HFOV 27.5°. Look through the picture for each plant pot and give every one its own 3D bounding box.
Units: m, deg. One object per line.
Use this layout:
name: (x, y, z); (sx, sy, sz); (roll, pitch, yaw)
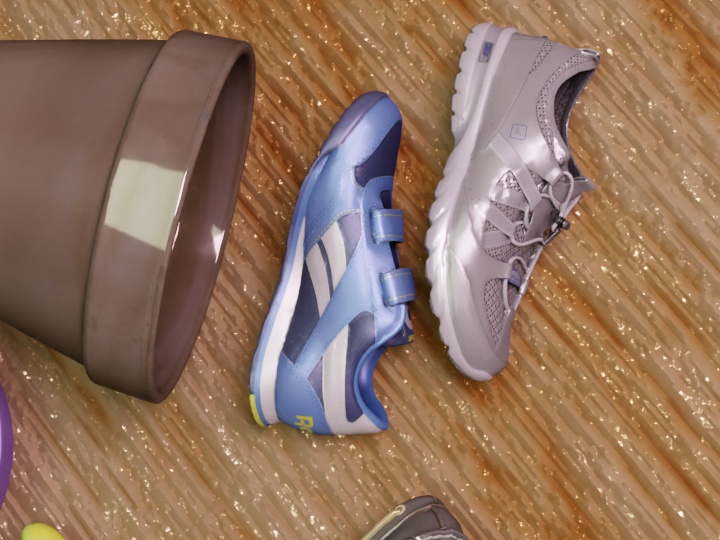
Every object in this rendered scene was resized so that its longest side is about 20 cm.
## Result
plant pot: (-0.164, -0.047, 0.797); (0.173, 0.200, 0.201); (15, 88, 1)

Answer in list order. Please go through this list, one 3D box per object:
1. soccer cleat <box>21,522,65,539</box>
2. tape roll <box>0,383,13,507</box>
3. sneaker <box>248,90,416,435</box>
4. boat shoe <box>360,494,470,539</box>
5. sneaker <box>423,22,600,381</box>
soccer cleat: (-0.147, 0.238, 0.862); (0.083, 0.065, 0.201); (-19, 72, -16)
tape roll: (-0.312, 0.106, 0.877); (0.199, 0.066, 0.201); (1, 81, -8)
sneaker: (0.000, 0.000, 0.832); (0.082, 0.074, 0.201); (16, 96, 16)
boat shoe: (-0.007, 0.211, 0.814); (0.202, 0.072, 0.060); (-52, 32, 18)
sneaker: (0.086, -0.038, 0.805); (0.082, 0.075, 0.201); (6, 85, 19)
